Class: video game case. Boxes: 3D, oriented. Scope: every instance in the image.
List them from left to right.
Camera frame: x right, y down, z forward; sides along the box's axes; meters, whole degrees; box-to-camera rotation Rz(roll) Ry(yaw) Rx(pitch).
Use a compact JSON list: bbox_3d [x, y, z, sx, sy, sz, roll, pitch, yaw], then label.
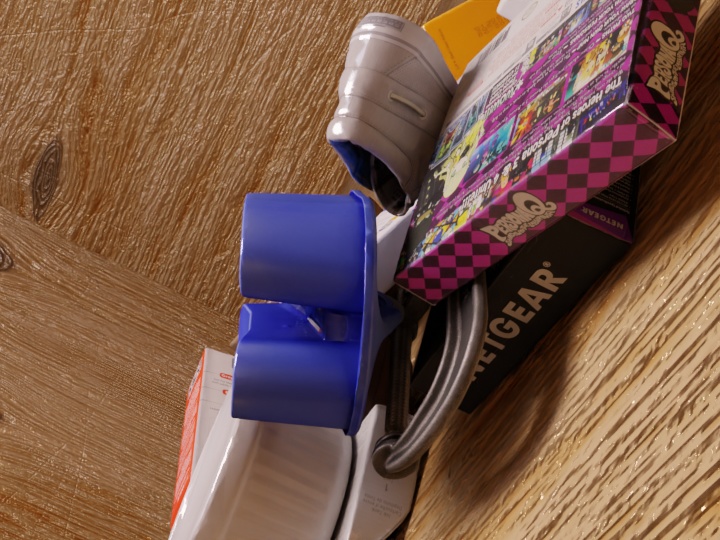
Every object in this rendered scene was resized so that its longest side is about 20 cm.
[{"bbox_3d":[0.102,-0.095,0.584,0.200,0.036,0.182,-39,24,52],"label":"video game case"}]

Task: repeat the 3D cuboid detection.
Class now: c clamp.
[{"bbox_3d":[0.036,0.051,0.659,0.172,0.027,0.200,-60,12,25],"label":"c clamp"}]

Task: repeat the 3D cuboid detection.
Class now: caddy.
[{"bbox_3d":[-0.025,0.021,0.676,0.200,0.104,0.143,-122,37,-80],"label":"caddy"}]

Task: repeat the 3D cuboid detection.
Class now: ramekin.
[{"bbox_3d":[-0.079,0.178,0.807,0.202,0.094,0.204,-157,90,-81],"label":"ramekin"}]

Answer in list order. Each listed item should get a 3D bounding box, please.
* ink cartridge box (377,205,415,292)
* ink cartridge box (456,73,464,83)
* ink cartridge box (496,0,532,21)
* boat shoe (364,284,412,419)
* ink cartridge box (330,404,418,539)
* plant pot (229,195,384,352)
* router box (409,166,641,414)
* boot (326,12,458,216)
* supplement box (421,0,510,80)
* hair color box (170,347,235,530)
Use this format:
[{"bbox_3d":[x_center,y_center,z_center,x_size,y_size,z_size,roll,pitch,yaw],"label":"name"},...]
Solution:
[{"bbox_3d":[0.000,0.000,0.859,0.200,0.042,0.119,-44,9,-18],"label":"ink cartridge box"},{"bbox_3d":[0.118,-0.141,0.827,0.119,0.042,0.200,-29,1,-12],"label":"ink cartridge box"},{"bbox_3d":[0.193,-0.288,0.832,0.147,0.083,0.201,133,161,-72],"label":"ink cartridge box"},{"bbox_3d":[0.007,0.052,0.927,0.072,0.067,0.201,117,162,-53],"label":"boat shoe"},{"bbox_3d":[-0.016,0.220,0.782,0.160,0.047,0.201,123,165,-49],"label":"ink cartridge box"},{"bbox_3d":[-0.029,0.030,1.069,0.201,0.093,0.201,-46,4,4],"label":"plant pot"},{"bbox_3d":[0.102,-0.023,0.674,0.200,0.051,0.150,122,169,-50],"label":"router box"},{"bbox_3d":[0.037,-0.079,0.730,0.200,0.073,0.096,39,-112,-52],"label":"boot"},{"bbox_3d":[0.114,-0.210,1.001,0.125,0.074,0.200,-28,7,0],"label":"supplement box"},{"bbox_3d":[-0.113,0.163,1.007,0.201,0.101,0.062,-95,27,-59],"label":"hair color box"}]
